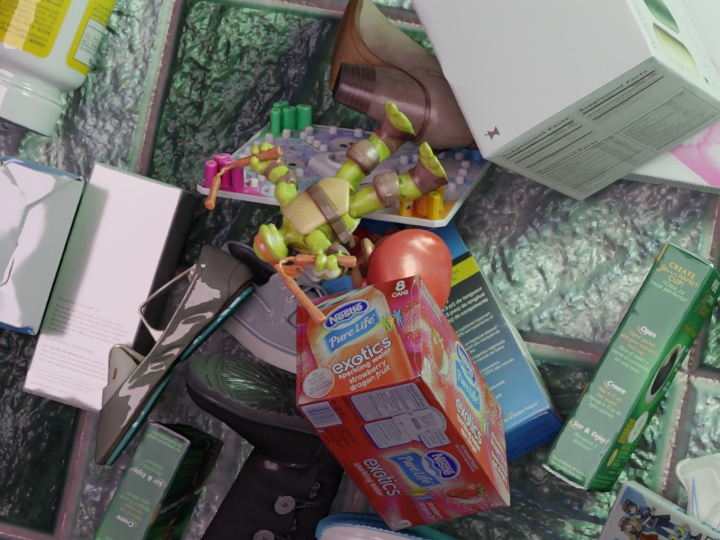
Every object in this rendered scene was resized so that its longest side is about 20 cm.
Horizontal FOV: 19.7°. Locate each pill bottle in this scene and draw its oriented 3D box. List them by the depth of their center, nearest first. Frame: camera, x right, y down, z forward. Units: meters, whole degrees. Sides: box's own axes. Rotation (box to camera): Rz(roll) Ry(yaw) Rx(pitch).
[{"bbox_3d":[-0.275,-0.224,1.787,0.114,0.114,0.200,21,89,14],"label":"pill bottle"}]

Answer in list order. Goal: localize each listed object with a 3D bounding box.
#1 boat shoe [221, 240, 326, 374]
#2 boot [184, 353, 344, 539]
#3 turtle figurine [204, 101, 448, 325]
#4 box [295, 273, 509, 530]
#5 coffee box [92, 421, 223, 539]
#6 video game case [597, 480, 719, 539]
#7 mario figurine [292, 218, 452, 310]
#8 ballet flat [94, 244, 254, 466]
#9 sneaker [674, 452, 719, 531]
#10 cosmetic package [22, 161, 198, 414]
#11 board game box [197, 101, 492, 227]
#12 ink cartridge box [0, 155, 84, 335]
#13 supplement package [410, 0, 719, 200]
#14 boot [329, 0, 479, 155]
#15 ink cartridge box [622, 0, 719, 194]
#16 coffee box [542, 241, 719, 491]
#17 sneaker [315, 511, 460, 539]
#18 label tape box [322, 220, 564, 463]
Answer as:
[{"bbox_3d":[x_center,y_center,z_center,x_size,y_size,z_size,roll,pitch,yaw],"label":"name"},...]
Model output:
[{"bbox_3d":[-0.064,0.030,1.694,0.201,0.070,0.072,31,112,47],"label":"boat shoe"},{"bbox_3d":[-0.098,0.175,1.667,0.165,0.066,0.200,20,118,-17],"label":"boot"},{"bbox_3d":[-0.016,-0.043,1.531,0.161,0.064,0.200,-33,42,-2],"label":"turtle figurine"},{"bbox_3d":[0.033,0.101,1.542,0.100,0.200,0.096,-14,52,17],"label":"box"},{"bbox_3d":[-0.184,0.223,1.718,0.044,0.123,0.200,25,89,11],"label":"coffee box"},{"bbox_3d":[0.242,0.293,1.614,0.182,0.022,0.200,29,104,34],"label":"video game case"},{"bbox_3d":[0.000,0.000,1.626,0.123,0.200,0.106,-15,118,-13],"label":"mario figurine"},{"bbox_3d":[-0.166,0.065,1.671,0.064,0.067,0.200,39,89,0],"label":"ballet flat"},{"bbox_3d":[0.283,0.240,1.643,0.087,0.075,0.200,-5,80,26],"label":"sneaker"},{"bbox_3d":[-0.208,0.017,1.746,0.085,0.108,0.200,16,87,4],"label":"cosmetic package"},{"bbox_3d":[-0.006,-0.090,1.671,0.200,0.200,0.026,9,112,13],"label":"board game box"},{"bbox_3d":[-0.285,-0.021,1.737,0.076,0.200,0.137,17,89,-6],"label":"ink cartridge box"},{"bbox_3d":[0.166,-0.168,1.598,0.151,0.200,0.152,-30,70,21],"label":"supplement package"},{"bbox_3d":[0.051,-0.157,1.703,0.146,0.200,0.070,15,123,-8],"label":"boot"},{"bbox_3d":[0.302,-0.161,1.687,0.200,0.043,0.196,10,86,15],"label":"ink cartridge box"},{"bbox_3d":[0.218,0.079,1.633,0.044,0.123,0.200,30,93,17],"label":"coffee box"},{"bbox_3d":[0.055,0.250,1.659,0.200,0.077,0.081,21,93,-6],"label":"sneaker"},{"bbox_3d":[0.061,0.074,1.698,0.144,0.063,0.200,-30,61,9],"label":"label tape box"}]
